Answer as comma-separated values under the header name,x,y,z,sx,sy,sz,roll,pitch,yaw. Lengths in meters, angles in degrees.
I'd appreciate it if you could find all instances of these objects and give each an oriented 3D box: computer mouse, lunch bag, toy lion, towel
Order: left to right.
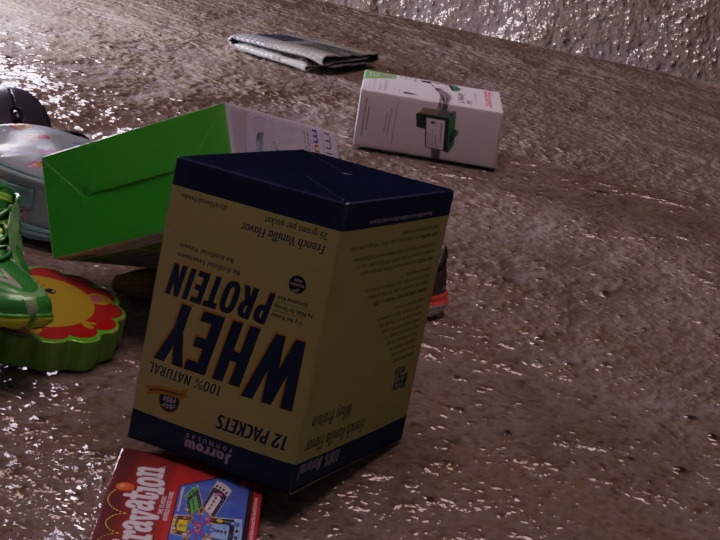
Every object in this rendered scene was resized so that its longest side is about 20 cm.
name,x,y,z,sx,sy,sz,roll,pitch,yaw
toy lion,-0.297,0.032,1.257,0.191,0.069,0.200,27,24,26
computer mouse,-0.409,-0.183,1.859,0.138,0.053,0.200,-1,21,-28
lunch bag,-0.329,-0.089,1.570,0.199,0.078,0.160,18,21,25
towel,-0.094,-0.371,2.657,0.199,0.035,0.192,17,16,28

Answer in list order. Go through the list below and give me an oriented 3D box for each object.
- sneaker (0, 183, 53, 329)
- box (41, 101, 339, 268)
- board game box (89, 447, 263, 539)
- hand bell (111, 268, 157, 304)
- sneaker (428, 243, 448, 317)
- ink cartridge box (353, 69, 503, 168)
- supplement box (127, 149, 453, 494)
name,x,y,z,sx,sy,sz,roll,pitch,yaw
sneaker,-0.296,-0.024,1.206,0.074,0.084,0.200,-1,35,-41
box,-0.140,-0.064,1.349,0.199,0.097,0.176,-13,-9,30
board game box,-0.116,0.167,0.983,0.102,0.020,0.200,8,18,-3
hand bell,-0.131,0.019,1.369,0.199,0.105,0.104,3,14,23
sneaker,0.000,0.000,1.456,0.199,0.082,0.077,-5,22,-39
ink cartridge box,0.095,-0.210,2.154,0.199,0.085,0.146,9,18,-1
supplement box,-0.046,0.027,1.121,0.133,0.201,0.200,16,12,22
